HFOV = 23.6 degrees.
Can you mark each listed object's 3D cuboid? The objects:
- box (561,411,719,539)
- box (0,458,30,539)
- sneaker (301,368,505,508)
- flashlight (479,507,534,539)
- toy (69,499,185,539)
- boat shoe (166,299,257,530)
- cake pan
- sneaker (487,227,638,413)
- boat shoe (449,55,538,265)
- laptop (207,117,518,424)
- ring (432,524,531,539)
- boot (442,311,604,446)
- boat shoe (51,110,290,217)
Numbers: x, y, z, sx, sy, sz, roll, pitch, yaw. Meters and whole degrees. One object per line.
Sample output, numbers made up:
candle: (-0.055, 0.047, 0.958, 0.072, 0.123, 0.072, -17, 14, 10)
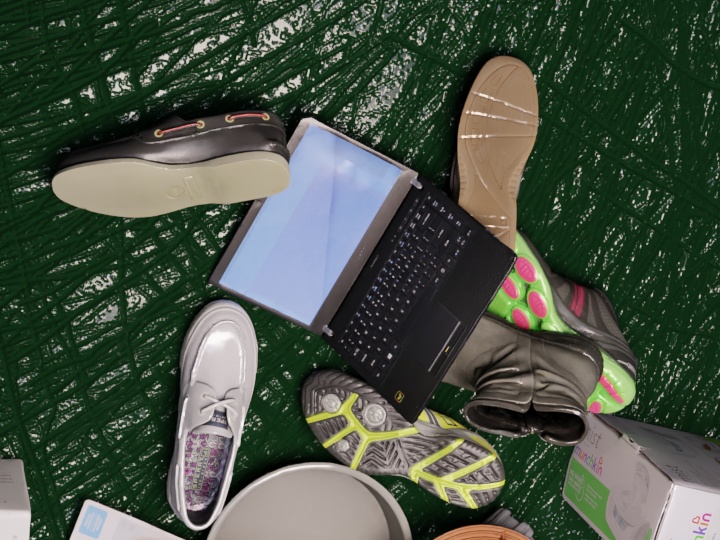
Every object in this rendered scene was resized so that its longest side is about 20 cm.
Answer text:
box: (0.306, 0.214, 1.569, 0.175, 0.200, 0.097, 13, 101, -18)
box: (-0.383, 0.269, 1.439, 0.197, 0.131, 0.202, 2, 104, -15)
sneaker: (0.035, 0.152, 1.555, 0.199, 0.076, 0.076, 30, 98, -1)
flashlight: (0.080, 0.305, 1.574, 0.200, 0.068, 0.068, -41, 116, -23)
toy: (-0.172, 0.294, 1.515, 0.199, 0.047, 0.116, 22, 105, -6)
boat shoe: (-0.131, 0.129, 1.502, 0.071, 0.069, 0.202, 14, 100, -17)
cake pan: (-0.051, 0.265, 1.574, 0.198, 0.037, 0.202, -3, 104, -13)
sneaker: (0.180, 0.040, 1.567, 0.077, 0.084, 0.200, -33, 99, 36)
boat shoe: (0.111, -0.087, 1.515, 0.071, 0.065, 0.202, 7, 83, -11)
laptop: (0.000, 0.000, 1.469, 0.103, 0.200, 0.178, 7, 119, -52)
ring: (0.108, 0.330, 1.545, 0.199, 0.019, 0.202, 0, 89, -23)
boot: (0.109, 0.092, 1.489, 0.198, 0.131, 0.068, 7, 114, 17)
boat shoe: (-0.159, -0.092, 1.447, 0.200, 0.064, 0.074, -7, 147, -1)
